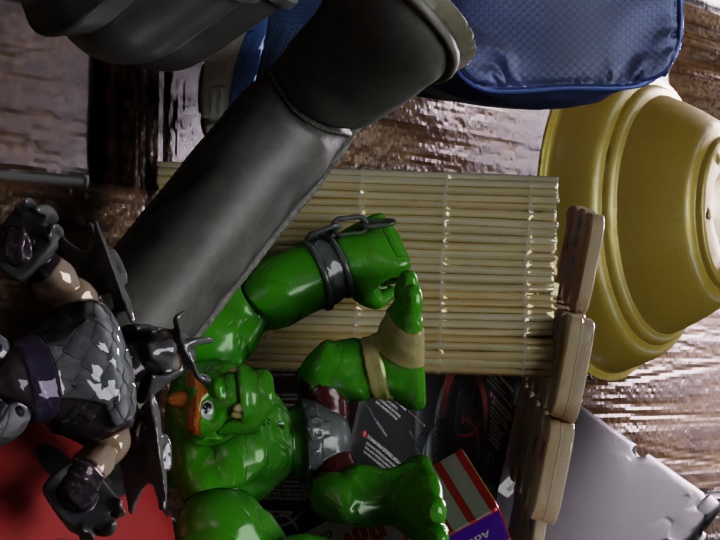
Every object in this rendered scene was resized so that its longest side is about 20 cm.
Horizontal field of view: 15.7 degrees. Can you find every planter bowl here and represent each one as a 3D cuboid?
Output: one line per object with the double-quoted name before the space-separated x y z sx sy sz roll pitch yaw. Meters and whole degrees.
"planter bowl" 0.187 -0.033 1.571 0.200 0.083 0.201 -1 91 -59

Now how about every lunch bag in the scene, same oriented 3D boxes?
"lunch bag" 0.080 -0.183 1.343 0.136 0.132 0.201 0 90 -17

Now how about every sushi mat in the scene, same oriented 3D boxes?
"sushi mat" 0.000 0.000 1.210 0.199 0.012 0.096 2 84 -16

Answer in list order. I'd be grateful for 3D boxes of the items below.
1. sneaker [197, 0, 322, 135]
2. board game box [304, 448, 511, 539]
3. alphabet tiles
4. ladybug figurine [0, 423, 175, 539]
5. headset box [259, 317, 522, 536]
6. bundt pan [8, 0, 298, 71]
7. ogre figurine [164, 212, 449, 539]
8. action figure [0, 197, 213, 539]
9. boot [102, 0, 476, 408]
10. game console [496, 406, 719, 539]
"sneaker" -0.021 -0.147 1.212 0.079 0.089 0.201 66 30 -86
"board game box" 0.015 0.194 1.218 0.046 0.151 0.200 57 -7 47
"alphabet tiles" 0.093 0.065 1.316 0.200 0.015 0.196 -99 -160 -86
"ladybug figurine" -0.137 0.114 1.044 0.200 0.072 0.136 -1 90 -60
"headset box" 0.010 0.069 1.291 0.149 0.075 0.200 44 53 -50
"bundt pan" -0.111 -0.158 1.024 0.202 0.076 0.202 37 26 -22
"ogre figurine" -0.027 0.072 1.136 0.098 0.120 0.201 112 -28 -81
"action figure" -0.136 0.043 0.965 0.200 0.069 0.130 -9 70 -37
"boot" -0.049 -0.035 1.065 0.200 0.073 0.182 -43 177 -14
"game console" 0.117 0.192 1.461 0.200 0.176 0.117 -37 159 -54
